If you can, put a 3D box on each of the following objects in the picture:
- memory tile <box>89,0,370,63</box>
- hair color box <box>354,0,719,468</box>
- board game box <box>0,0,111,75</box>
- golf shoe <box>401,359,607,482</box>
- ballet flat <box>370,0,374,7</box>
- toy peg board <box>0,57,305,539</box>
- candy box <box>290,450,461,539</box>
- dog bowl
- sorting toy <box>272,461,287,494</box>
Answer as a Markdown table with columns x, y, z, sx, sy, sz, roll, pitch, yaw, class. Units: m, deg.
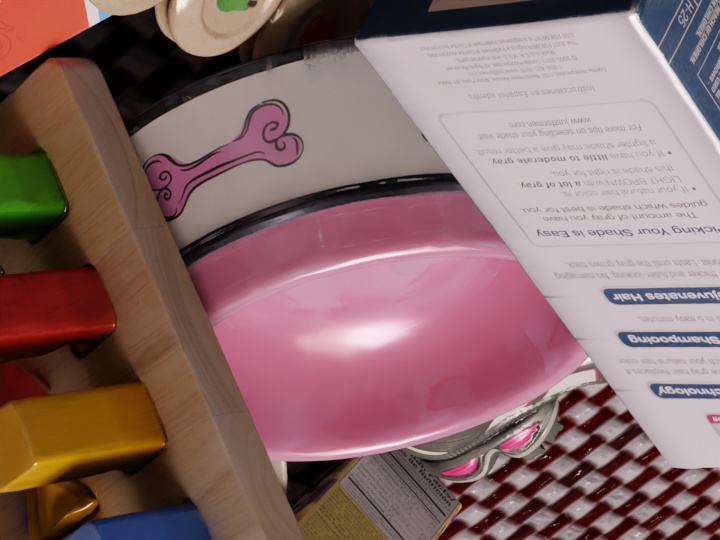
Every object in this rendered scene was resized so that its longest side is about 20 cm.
| x | y | z | sx | sy | sz | roll | pitch | yaw | class |
| --- | --- | --- | --- | --- | --- | --- | --- | --- | --- |
| 0.002 | -0.150 | 0.889 | 0.200 | 0.017 | 0.153 | -54 | 149 | 8 | memory tile |
| 0.096 | -0.024 | 0.830 | 0.100 | 0.061 | 0.200 | -1 | 139 | 41 | hair color box |
| -0.103 | -0.150 | 0.852 | 0.152 | 0.040 | 0.200 | -29 | 148 | 0 | board game box |
| 0.084 | 0.013 | 1.191 | 0.200 | 0.077 | 0.088 | -40 | 139 | 16 | golf shoe |
| 0.000 | -0.057 | 1.036 | 0.065 | 0.071 | 0.201 | -7 | 140 | -15 | ballet flat |
| -0.142 | 0.067 | 0.929 | 0.097 | 0.200 | 0.200 | -6 | 155 | -48 | toy peg board |
| -0.037 | 0.144 | 1.205 | 0.117 | 0.057 | 0.200 | -42 | 178 | 20 | candy box |
| 0.000 | 0.000 | 0.984 | 0.199 | 0.074 | 0.200 | -10 | 155 | -5 | dog bowl |
| -0.114 | 0.061 | 1.076 | 0.200 | 0.106 | 0.181 | -41 | 149 | -48 | sorting toy |
